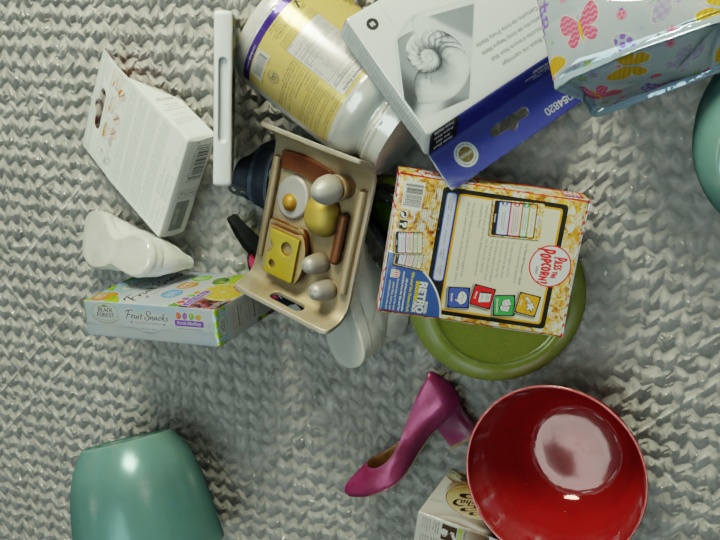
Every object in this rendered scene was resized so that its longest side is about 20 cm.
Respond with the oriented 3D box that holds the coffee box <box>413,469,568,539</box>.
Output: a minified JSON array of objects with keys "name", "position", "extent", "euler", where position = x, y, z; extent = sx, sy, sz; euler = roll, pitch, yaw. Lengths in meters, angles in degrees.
[{"name":"coffee box","position":[0.175,0.323,1.172],"extent":[0.200,0.113,0.080],"euler":[15,112,22]}]

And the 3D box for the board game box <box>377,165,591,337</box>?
[{"name":"board game box","position":[0.127,-0.019,1.044],"extent":[0.200,0.046,0.152],"euler":[9,104,-1]}]

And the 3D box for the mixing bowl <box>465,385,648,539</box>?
[{"name":"mixing bowl","position":[0.230,0.215,1.107],"extent":[0.200,0.108,0.200],"euler":[4,98,26]}]

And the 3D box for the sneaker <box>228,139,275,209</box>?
[{"name":"sneaker","position":[-0.087,-0.061,1.209],"extent":[0.146,0.077,0.203],"euler":[18,121,30]}]

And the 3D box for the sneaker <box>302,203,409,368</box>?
[{"name":"sneaker","position":[0.000,0.000,1.159],"extent":[0.074,0.116,0.200],"euler":[2,108,38]}]

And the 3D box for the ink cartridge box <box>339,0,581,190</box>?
[{"name":"ink cartridge box","position":[0.114,-0.216,1.008],"extent":[0.200,0.200,0.041],"euler":[54,165,1]}]

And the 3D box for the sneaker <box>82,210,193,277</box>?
[{"name":"sneaker","position":[-0.299,-0.028,1.323],"extent":[0.200,0.088,0.075],"euler":[23,103,45]}]

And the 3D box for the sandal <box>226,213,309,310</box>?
[{"name":"sandal","position":[-0.114,0.006,1.201],"extent":[0.200,0.045,0.075],"euler":[44,161,35]}]

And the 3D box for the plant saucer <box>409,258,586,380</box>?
[{"name":"plant saucer","position":[0.152,0.032,1.096],"extent":[0.200,0.031,0.200],"euler":[0,104,1]}]

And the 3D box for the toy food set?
[{"name":"toy food set","position":[-0.069,-0.048,1.085],"extent":[0.143,0.060,0.200],"euler":[24,112,31]}]

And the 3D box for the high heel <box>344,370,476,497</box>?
[{"name":"high heel","position":[0.042,0.205,1.222],"extent":[0.200,0.067,0.096],"euler":[-33,99,25]}]

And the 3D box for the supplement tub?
[{"name":"supplement tub","position":[-0.021,-0.214,1.085],"extent":[0.200,0.145,0.145],"euler":[39,118,10]}]

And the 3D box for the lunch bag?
[{"name":"lunch bag","position":[0.274,-0.257,0.916],"extent":[0.200,0.127,0.170],"euler":[-20,69,34]}]

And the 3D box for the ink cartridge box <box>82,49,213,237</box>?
[{"name":"ink cartridge box","position":[-0.279,-0.167,1.279],"extent":[0.200,0.047,0.160],"euler":[47,132,25]}]

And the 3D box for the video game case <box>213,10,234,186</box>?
[{"name":"video game case","position":[-0.155,-0.200,1.128],"extent":[0.023,0.200,0.182],"euler":[1,103,-6]}]

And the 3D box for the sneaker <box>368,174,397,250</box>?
[{"name":"sneaker","position":[0.069,-0.025,1.135],"extent":[0.200,0.081,0.074],"euler":[42,119,9]}]

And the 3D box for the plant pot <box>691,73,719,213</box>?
[{"name":"plant pot","position":[0.397,-0.115,0.902],"extent":[0.200,0.161,0.201],"euler":[8,108,24]}]

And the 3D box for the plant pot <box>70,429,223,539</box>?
[{"name":"plant pot","position":[-0.302,0.308,1.353],"extent":[0.200,0.201,0.161],"euler":[-15,85,29]}]

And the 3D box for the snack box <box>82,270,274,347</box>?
[{"name":"snack box","position":[-0.229,0.044,1.267],"extent":[0.200,0.142,0.053],"euler":[3,107,26]}]
